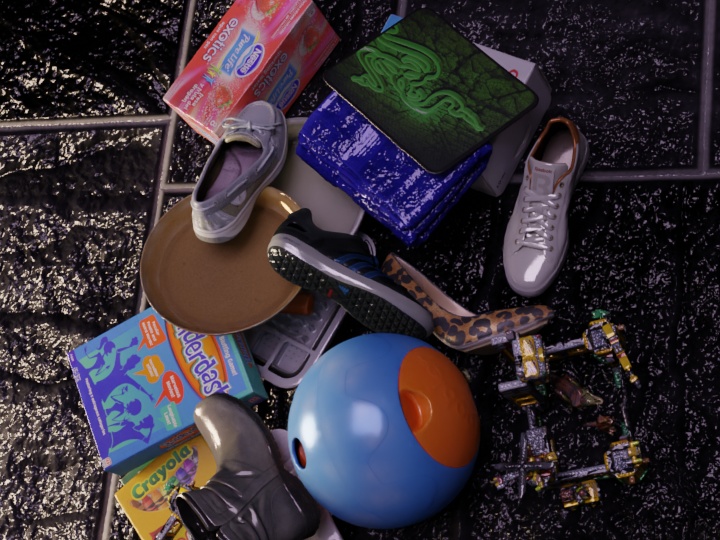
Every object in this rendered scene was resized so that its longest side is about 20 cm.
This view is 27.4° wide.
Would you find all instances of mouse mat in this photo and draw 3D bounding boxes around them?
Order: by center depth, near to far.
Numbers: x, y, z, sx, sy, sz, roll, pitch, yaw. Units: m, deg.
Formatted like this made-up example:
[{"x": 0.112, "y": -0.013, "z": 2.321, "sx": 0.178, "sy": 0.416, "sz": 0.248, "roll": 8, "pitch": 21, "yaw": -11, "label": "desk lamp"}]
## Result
[{"x": 0.076, "y": -0.201, "z": 1.626, "sx": 0.161, "sy": 0.008, "sz": 0.200, "roll": -36, "pitch": 59, "yaw": -19, "label": "mouse mat"}]

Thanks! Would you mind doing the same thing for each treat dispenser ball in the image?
[{"x": 0.024, "y": 0.165, "z": 1.528, "sx": 0.200, "sy": 0.201, "sz": 0.202, "roll": -7, "pitch": 68, "yaw": 19, "label": "treat dispenser ball"}]

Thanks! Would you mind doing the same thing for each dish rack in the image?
[{"x": -0.082, "y": 0.027, "z": 1.711, "sx": 0.171, "sy": 0.044, "sz": 0.201, "roll": 26, "pitch": 82, "yaw": 28, "label": "dish rack"}]

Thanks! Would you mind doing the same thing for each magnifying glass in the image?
[{"x": -0.146, "y": 0.032, "z": 1.699, "sx": 0.199, "sy": 0.022, "sz": 0.080, "roll": 4, "pitch": 72, "yaw": 22, "label": "magnifying glass"}]

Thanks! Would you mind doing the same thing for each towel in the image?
[{"x": 0.032, "y": -0.136, "z": 1.630, "sx": 0.200, "sy": 0.050, "sz": 0.148, "roll": 41, "pitch": 93, "yaw": 27, "label": "towel"}]

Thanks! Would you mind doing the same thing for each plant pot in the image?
[{"x": -0.146, "y": -0.010, "z": 1.646, "sx": 0.199, "sy": 0.028, "sz": 0.201, "roll": -5, "pitch": 56, "yaw": 8, "label": "plant pot"}]

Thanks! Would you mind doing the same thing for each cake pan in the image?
[{"x": -0.079, "y": -0.078, "z": 1.704, "sx": 0.199, "sy": 0.037, "sz": 0.201, "roll": -7, "pitch": 68, "yaw": 19, "label": "cake pan"}]

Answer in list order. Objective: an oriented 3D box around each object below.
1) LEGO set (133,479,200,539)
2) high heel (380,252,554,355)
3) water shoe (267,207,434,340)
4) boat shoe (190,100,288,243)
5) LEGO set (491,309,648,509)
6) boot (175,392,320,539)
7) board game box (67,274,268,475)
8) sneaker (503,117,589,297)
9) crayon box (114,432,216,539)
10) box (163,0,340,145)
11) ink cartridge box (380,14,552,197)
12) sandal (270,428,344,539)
[{"x": -0.171, "y": 0.315, "z": 1.541, "sx": 0.154, "sy": 0.116, "sz": 0.200, "roll": -46, "pitch": 69, "yaw": 1, "label": "LEGO set"}, {"x": 0.109, "y": 0.025, "z": 1.617, "sx": 0.199, "sy": 0.071, "sz": 0.143, "roll": -19, "pitch": 71, "yaw": 24, "label": "high heel"}, {"x": 0.000, "y": 0.000, "z": 1.583, "sx": 0.199, "sy": 0.072, "sz": 0.079, "roll": 30, "pitch": 57, "yaw": -4, "label": "water shoe"}, {"x": -0.137, "y": -0.122, "z": 1.661, "sx": 0.074, "sy": 0.065, "sz": 0.202, "roll": 12, "pitch": 53, "yaw": 19, "label": "boat shoe"}, {"x": 0.209, "y": 0.133, "z": 1.503, "sx": 0.153, "sy": 0.116, "sz": 0.201, "roll": -6, "pitch": 70, "yaw": 20, "label": "LEGO set"}, {"x": -0.140, "y": 0.216, "z": 1.525, "sx": 0.200, "sy": 0.130, "sz": 0.068, "roll": 49, "pitch": 130, "yaw": 23, "label": "boot"}, {"x": -0.220, "y": 0.118, "z": 1.668, "sx": 0.199, "sy": 0.045, "sz": 0.153, "roll": -29, "pitch": 67, "yaw": 12, "label": "board game box"}, {"x": 0.194, "y": -0.074, "z": 1.617, "sx": 0.072, "sy": 0.085, "sz": 0.201, "roll": 10, "pitch": 76, "yaw": 22, "label": "sneaker"}, {"x": -0.189, "y": 0.267, "z": 1.660, "sx": 0.127, "sy": 0.051, "sz": 0.200, "roll": -42, "pitch": 61, "yaw": 3, "label": "crayon box"}, {"x": -0.130, "y": -0.245, "z": 1.798, "sx": 0.095, "sy": 0.103, "sz": 0.200, "roll": 34, "pitch": 84, "yaw": 28, "label": "box"}, {"x": 0.098, "y": -0.190, "z": 1.696, "sx": 0.199, "sy": 0.085, "sz": 0.145, "roll": 24, "pitch": 82, "yaw": 26, "label": "ink cartridge box"}, {"x": -0.057, "y": 0.271, "z": 1.608, "sx": 0.079, "sy": 0.059, "sz": 0.207, "roll": -28, "pitch": 85, "yaw": 16, "label": "sandal"}]
